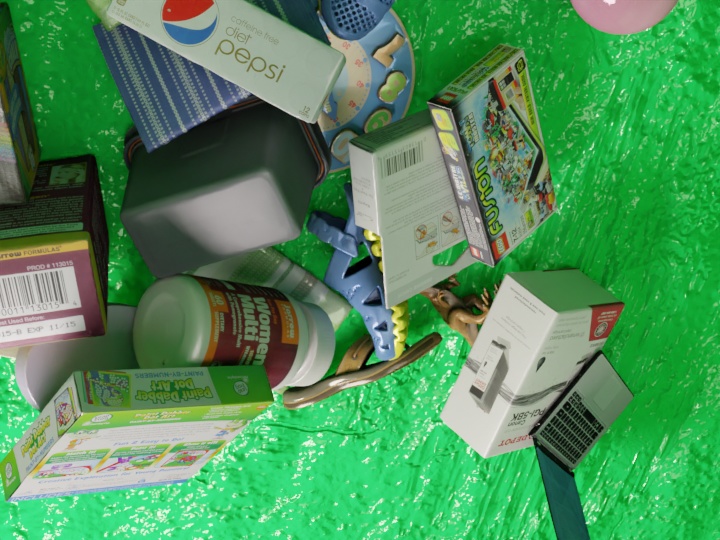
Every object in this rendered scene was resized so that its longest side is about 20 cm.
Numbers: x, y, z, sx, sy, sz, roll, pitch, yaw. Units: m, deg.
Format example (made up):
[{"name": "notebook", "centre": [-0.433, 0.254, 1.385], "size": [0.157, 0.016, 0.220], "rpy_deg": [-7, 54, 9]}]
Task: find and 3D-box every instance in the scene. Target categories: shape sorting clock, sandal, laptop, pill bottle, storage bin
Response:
[{"name": "shape sorting clock", "centre": [-0.040, -0.191, 1.058], "size": [0.198, 0.039, 0.202], "rpy_deg": [-5, 119, -9]}, {"name": "sandal", "centre": [0.026, -0.305, 0.973], "size": [0.079, 0.087, 0.201], "rpy_deg": [23, 104, -23]}, {"name": "sandal", "centre": [0.000, 0.000, 1.128], "size": [0.086, 0.079, 0.202], "rpy_deg": [-14, 95, 5]}, {"name": "sandal", "centre": [-0.003, 0.104, 1.203], "size": [0.198, 0.080, 0.054], "rpy_deg": [-21, 86, 10]}, {"name": "laptop", "centre": [0.281, 0.230, 1.248], "size": [0.200, 0.116, 0.187], "rpy_deg": [-50, 147, -1]}, {"name": "pill bottle", "centre": [-0.124, 0.068, 1.077], "size": [0.199, 0.110, 0.110], "rpy_deg": [11, 119, -48]}, {"name": "storage bin", "centre": [-0.138, -0.087, 1.011], "size": [0.198, 0.135, 0.146], "rpy_deg": [-16, 124, 12]}]

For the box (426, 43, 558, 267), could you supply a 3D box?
[{"name": "box", "centre": [0.139, -0.114, 1.075], "size": [0.110, 0.035, 0.201], "rpy_deg": [-40, 132, -23]}]

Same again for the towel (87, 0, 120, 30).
[{"name": "towel", "centre": [-0.187, -0.331, 0.944], "size": [0.199, 0.031, 0.150], "rpy_deg": [-31, 111, 7]}]

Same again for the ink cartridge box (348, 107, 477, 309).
[{"name": "ink cartridge box", "centre": [0.080, -0.079, 1.091], "size": [0.199, 0.043, 0.175], "rpy_deg": [-26, 126, -33]}]

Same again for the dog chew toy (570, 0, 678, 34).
[{"name": "dog chew toy", "centre": [0.214, -0.310, 1.006], "size": [0.199, 0.125, 0.125], "rpy_deg": [23, 111, -14]}]

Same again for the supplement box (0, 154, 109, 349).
[{"name": "supplement box", "centre": [-0.310, -0.021, 0.998], "size": [0.129, 0.200, 0.104], "rpy_deg": [-8, 120, -7]}]

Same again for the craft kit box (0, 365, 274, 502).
[{"name": "craft kit box", "centre": [-0.215, 0.155, 1.005], "size": [0.199, 0.049, 0.197], "rpy_deg": [2, 149, -40]}]

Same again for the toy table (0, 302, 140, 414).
[{"name": "toy table", "centre": [-0.280, 0.088, 1.076], "size": [0.199, 0.116, 0.186], "rpy_deg": [27, 79, -46]}]

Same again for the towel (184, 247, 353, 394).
[{"name": "towel", "centre": [-0.124, 0.045, 1.173], "size": [0.199, 0.031, 0.149], "rpy_deg": [33, 108, -26]}]

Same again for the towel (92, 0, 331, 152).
[{"name": "towel", "centre": [-0.139, -0.217, 0.982], "size": [0.199, 0.146, 0.024], "rpy_deg": [-28, 165, 5]}]

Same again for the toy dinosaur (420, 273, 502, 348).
[{"name": "toy dinosaur", "centre": [0.120, 0.055, 1.227], "size": [0.106, 0.061, 0.200], "rpy_deg": [-22, 120, 33]}]

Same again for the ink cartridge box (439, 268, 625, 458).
[{"name": "ink cartridge box", "centre": [0.197, 0.105, 1.212], "size": [0.146, 0.083, 0.201], "rpy_deg": [-4, 124, -45]}]

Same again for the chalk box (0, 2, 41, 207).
[{"name": "chalk box", "centre": [-0.374, -0.167, 0.952], "size": [0.123, 0.124, 0.202], "rpy_deg": [-7, 118, -7]}]

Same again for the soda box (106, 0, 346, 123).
[{"name": "soda box", "centre": [-0.114, -0.204, 0.918], "size": [0.199, 0.064, 0.069], "rpy_deg": [28, 97, -3]}]
